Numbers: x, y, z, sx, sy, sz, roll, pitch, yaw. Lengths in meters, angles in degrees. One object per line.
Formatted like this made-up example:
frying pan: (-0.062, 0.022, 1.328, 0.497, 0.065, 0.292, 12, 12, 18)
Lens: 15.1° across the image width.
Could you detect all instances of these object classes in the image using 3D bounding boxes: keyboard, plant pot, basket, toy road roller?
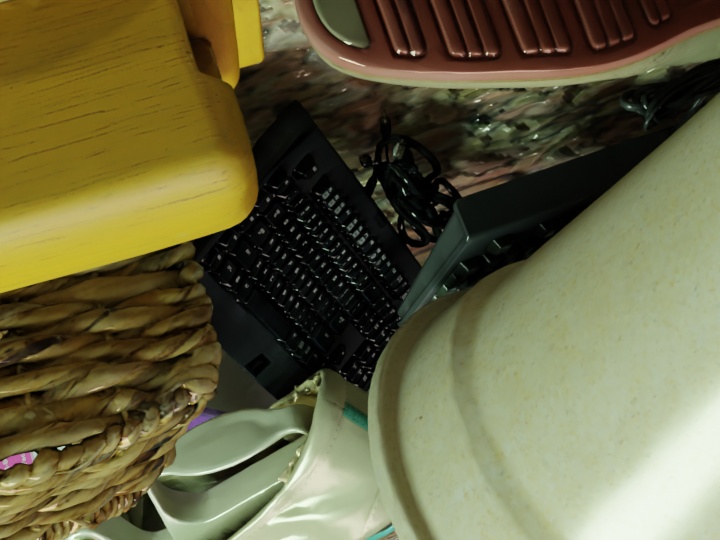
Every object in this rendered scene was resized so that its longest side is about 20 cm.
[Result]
keyboard: (0.000, 0.000, 0.949, 0.104, 0.040, 0.200, -56, 160, -6)
keyboard: (0.111, -0.037, 0.975, 0.199, 0.021, 0.127, -20, 154, -32)
plant pot: (0.134, 0.029, 0.859, 0.200, 0.201, 0.184, 2, 140, -41)
basket: (-0.157, 0.034, 0.839, 0.199, 0.143, 0.149, -5, 156, -27)
toy road roller: (-0.081, -0.054, 0.662, 0.122, 0.147, 0.200, -14, 160, -5)

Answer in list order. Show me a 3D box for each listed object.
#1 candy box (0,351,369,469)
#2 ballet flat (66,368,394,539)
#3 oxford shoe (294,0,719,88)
candy box: (-0.105, 0.075, 1.090, 0.199, 0.072, 0.168, -26, 158, 24)
ballet flat: (-0.071, 0.093, 0.988, 0.199, 0.070, 0.069, -29, 156, 23)
oxford shoe: (0.070, -0.081, 0.823, 0.199, 0.071, 0.075, -9, 161, -19)
